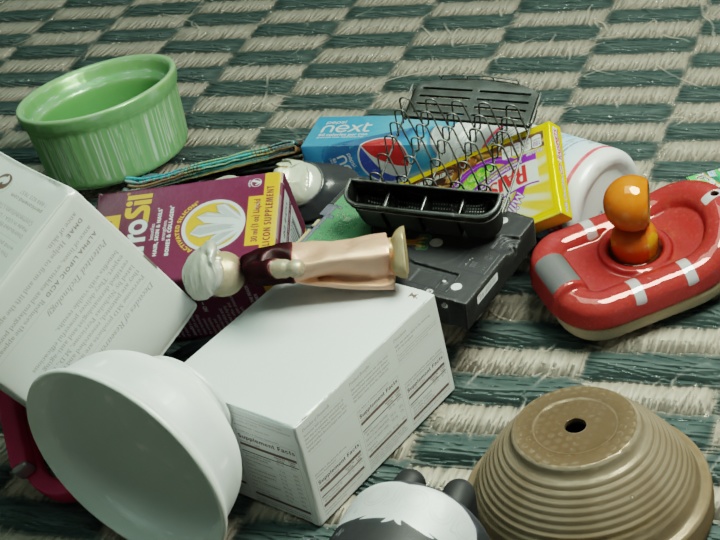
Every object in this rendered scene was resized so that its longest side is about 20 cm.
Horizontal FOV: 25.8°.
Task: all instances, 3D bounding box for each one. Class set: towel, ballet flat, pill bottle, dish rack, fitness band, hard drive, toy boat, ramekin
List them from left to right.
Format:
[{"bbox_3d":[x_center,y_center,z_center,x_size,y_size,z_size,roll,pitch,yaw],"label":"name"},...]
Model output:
[{"bbox_3d":[-0.262,0.117,1.439,0.144,0.037,0.200,-32,50,12],"label":"fitness band"},{"bbox_3d":[-0.306,-0.178,1.900,0.200,0.098,0.200,-13,26,6],"label":"ramekin"},{"bbox_3d":[-0.163,-0.120,1.788,0.200,0.022,0.147,-14,4,4],"label":"towel"},{"bbox_3d":[-0.101,-0.086,1.724,0.200,0.073,0.073,-6,33,14],"label":"ballet flat"},{"bbox_3d":[0.047,-0.020,1.482,0.200,0.038,0.140,15,44,28],"label":"hard drive"},{"bbox_3d":[0.086,-0.118,1.496,0.153,0.055,0.200,7,56,22],"label":"dish rack"},{"bbox_3d":[0.175,-0.093,1.599,0.109,0.109,0.200,-35,38,-30],"label":"pill bottle"},{"bbox_3d":[0.254,-0.032,1.446,0.200,0.131,0.131,-21,42,-10],"label":"toy boat"}]

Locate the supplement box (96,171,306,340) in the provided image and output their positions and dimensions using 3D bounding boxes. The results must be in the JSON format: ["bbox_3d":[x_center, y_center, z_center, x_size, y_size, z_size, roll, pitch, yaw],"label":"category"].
[{"bbox_3d":[-0.163,-0.011,1.580,0.200,0.103,0.131,-7,52,11],"label":"supplement box"}]

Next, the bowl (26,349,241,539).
[{"bbox_3d":[-0.170,0.135,1.293,0.201,0.201,0.090,11,42,33],"label":"bowl"}]

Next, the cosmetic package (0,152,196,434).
[{"bbox_3d":[-0.287,0.019,1.363,0.165,0.200,0.165,27,77,39],"label":"cosmetic package"}]

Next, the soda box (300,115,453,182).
[{"bbox_3d":[0.041,-0.130,1.747,0.200,0.064,0.068,0,35,22],"label":"soda box"}]

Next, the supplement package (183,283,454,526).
[{"bbox_3d":[-0.043,0.101,1.384,0.156,0.111,0.200,15,42,37],"label":"supplement package"}]

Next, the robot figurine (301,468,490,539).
[{"bbox_3d":[0.024,0.237,1.144,0.150,0.125,0.200,-34,15,42],"label":"robot figurine"}]

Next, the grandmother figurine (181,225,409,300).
[{"bbox_3d":[-0.059,-0.004,1.382,0.200,0.061,0.121,-6,-3,4],"label":"grandmother figurine"}]

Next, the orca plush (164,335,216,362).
[{"bbox_3d":[-0.206,0.097,1.485,0.200,0.071,0.105,-14,33,-1],"label":"orca plush"}]

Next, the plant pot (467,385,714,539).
[{"bbox_3d":[0.174,0.156,1.237,0.200,0.093,0.201,-10,32,6],"label":"plant pot"}]

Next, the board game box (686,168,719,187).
[{"bbox_3d":[0.413,-0.050,1.520,0.134,0.029,0.200,-15,33,0],"label":"board game box"}]

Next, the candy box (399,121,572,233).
[{"bbox_3d":[0.113,-0.066,1.549,0.200,0.026,0.102,-21,63,32],"label":"candy box"}]
